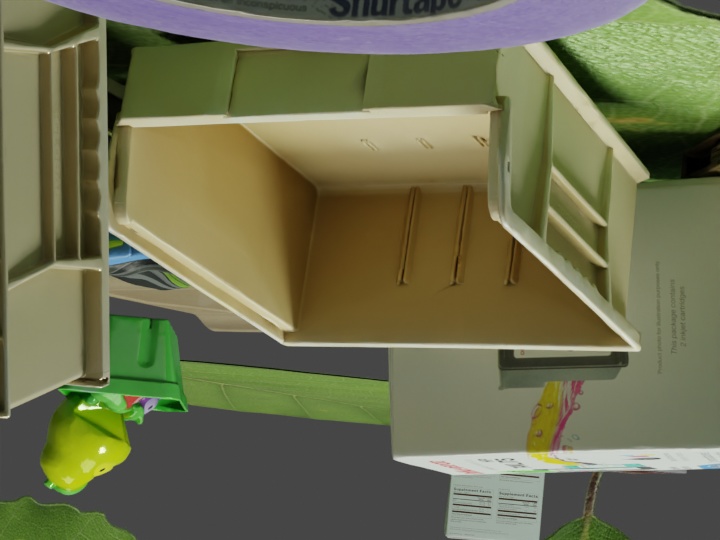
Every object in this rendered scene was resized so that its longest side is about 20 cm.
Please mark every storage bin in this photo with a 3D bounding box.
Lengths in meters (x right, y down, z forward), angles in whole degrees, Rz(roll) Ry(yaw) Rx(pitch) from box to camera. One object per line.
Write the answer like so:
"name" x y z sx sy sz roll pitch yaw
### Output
"storage bin" -0.206 -0.051 0.716 0.199 0.199 0.094 3 -171 15
"storage bin" 0.013 -0.035 0.896 0.199 0.094 0.198 0 162 27

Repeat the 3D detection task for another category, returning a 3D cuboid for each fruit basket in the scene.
"fruit basket" -0.276 0.157 2.117 0.155 0.217 0.216 5 172 -1

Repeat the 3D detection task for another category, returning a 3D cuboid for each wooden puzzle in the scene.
"wooden puzzle" -0.138 0.016 1.673 0.185 0.037 0.200 -2 165 40

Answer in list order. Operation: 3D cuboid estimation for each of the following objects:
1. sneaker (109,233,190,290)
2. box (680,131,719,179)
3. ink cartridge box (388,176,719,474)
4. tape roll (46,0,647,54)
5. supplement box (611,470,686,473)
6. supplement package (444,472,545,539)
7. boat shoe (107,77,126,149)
"sneaker" -0.123 -0.020 1.312 0.199 0.071 0.083 8 178 18
"box" 0.284 -0.054 0.968 0.199 0.021 0.163 6 172 -8
"ink cartridge box" 0.128 0.037 1.058 0.199 0.147 0.147 -3 170 16
"tape roll" -0.017 -0.122 0.485 0.199 0.085 0.200 6 171 1
"supplement box" 0.460 0.311 3.185 0.108 0.061 0.200 7 172 -17
"supplement package" 0.210 0.320 2.916 0.146 0.201 0.191 5 171 4
"boat shoe" -0.146 -0.067 0.907 0.071 0.061 0.201 -2 159 22
